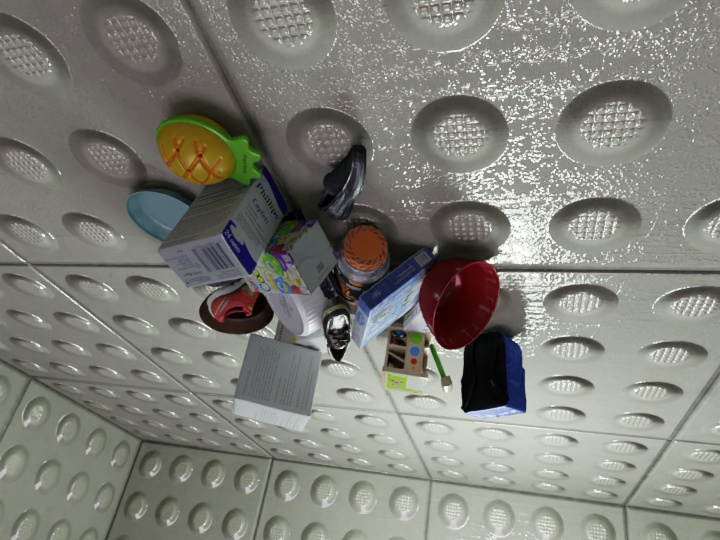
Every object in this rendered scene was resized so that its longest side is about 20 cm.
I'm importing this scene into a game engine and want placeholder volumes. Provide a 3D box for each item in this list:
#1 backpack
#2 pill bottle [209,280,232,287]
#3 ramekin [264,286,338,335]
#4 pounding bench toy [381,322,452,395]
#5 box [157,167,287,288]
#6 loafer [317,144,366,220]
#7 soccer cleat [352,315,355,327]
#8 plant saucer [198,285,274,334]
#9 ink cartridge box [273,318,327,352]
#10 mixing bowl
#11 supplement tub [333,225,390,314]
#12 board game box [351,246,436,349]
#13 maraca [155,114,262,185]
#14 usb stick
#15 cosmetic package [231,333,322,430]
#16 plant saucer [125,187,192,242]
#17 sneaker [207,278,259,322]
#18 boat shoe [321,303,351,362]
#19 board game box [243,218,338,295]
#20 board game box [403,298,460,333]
[{"bbox_3d":[0.352,0.276,1.407,0.159,0.208,0.165,-20,146,38],"label":"backpack"},{"bbox_3d":[-0.292,-0.037,1.236,0.196,0.110,0.105,-20,136,40],"label":"pill bottle"},{"bbox_3d":[-0.146,0.058,1.248,0.200,0.093,0.207,37,146,29],"label":"ramekin"},{"bbox_3d":[0.161,0.238,1.452,0.191,0.161,0.126,8,148,7],"label":"pounding bench toy"},{"bbox_3d":[-0.264,-0.083,1.051,0.178,0.204,0.106,-9,131,31],"label":"box"},{"bbox_3d":[-0.035,-0.159,0.990,0.068,0.071,0.202,9,153,-13],"label":"loafer"},{"bbox_3d":[0.021,0.123,1.391,0.067,0.089,0.202,14,148,-4],"label":"soccer cleat"},{"bbox_3d":[-0.321,0.093,1.394,0.192,0.202,0.036,11,118,1],"label":"plant saucer"},{"bbox_3d":[-0.127,0.137,1.410,0.195,0.150,0.083,-16,141,38],"label":"ink cartridge box"},{"bbox_3d":[0.197,0.056,1.159,0.108,0.202,0.200,33,171,46],"label":"mixing bowl"},{"bbox_3d":[0.000,0.000,1.174,0.118,0.126,0.202,12,148,0],"label":"supplement tub"},{"bbox_3d":[0.070,0.065,1.199,0.044,0.197,0.201,46,155,18],"label":"board game box"},{"bbox_3d":[-0.270,-0.210,0.957,0.192,0.110,0.139,13,148,-1],"label":"maraca"},{"bbox_3d":[-0.101,-0.035,1.143,0.055,0.032,0.205,-18,101,51],"label":"usb stick"},{"bbox_3d":[-0.215,0.291,1.378,0.193,0.173,0.167,16,151,-7],"label":"cosmetic package"},{"bbox_3d":[-0.432,-0.124,1.217,0.191,0.037,0.203,9,147,5],"label":"plant saucer"},{"bbox_3d":[-0.283,0.068,1.336,0.086,0.196,0.077,56,155,13],"label":"sneaker"},{"bbox_3d":[-0.049,0.146,1.216,0.069,0.068,0.203,-14,151,-12],"label":"boat shoe"},{"bbox_3d":[-0.159,-0.028,1.086,0.195,0.106,0.105,0,130,43],"label":"board game box"},{"bbox_3d":[0.188,0.116,1.327,0.121,0.036,0.201,8,158,-8],"label":"board game box"}]
